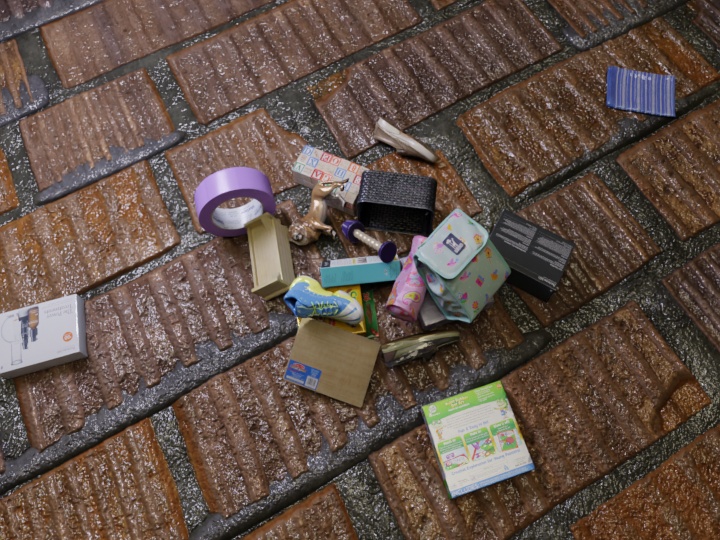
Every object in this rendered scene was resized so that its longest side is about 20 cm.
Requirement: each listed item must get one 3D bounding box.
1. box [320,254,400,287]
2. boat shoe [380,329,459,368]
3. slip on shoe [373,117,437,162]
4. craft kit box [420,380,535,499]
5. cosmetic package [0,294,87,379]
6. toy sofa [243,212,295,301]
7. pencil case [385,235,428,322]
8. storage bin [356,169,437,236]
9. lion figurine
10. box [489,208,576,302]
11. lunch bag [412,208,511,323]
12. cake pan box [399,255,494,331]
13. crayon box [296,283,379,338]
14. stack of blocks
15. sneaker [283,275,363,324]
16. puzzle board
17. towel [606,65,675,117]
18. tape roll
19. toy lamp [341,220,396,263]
[{"bbox_3d":[0.000,0.000,1.440,0.193,0.082,0.051,-6,102,0],"label":"box"},{"bbox_3d":[0.143,0.182,1.371,0.193,0.073,0.067,-10,90,-11],"label":"boat shoe"},{"bbox_3d":[0.122,-0.345,1.616,0.197,0.076,0.062,34,110,8],"label":"slip on shoe"},{"bbox_3d":[0.254,0.370,1.289,0.194,0.049,0.203,-15,68,-5],"label":"craft kit box"},{"bbox_3d":[-0.771,0.159,1.419,0.194,0.052,0.155,-15,68,-5],"label":"cosmetic package"},{"bbox_3d":[-0.228,-0.032,1.479,0.081,0.097,0.206,-22,64,19],"label":"toy sofa"},{"bbox_3d":[0.130,0.019,1.382,0.085,0.088,0.204,20,68,11],"label":"pencil case"},{"bbox_3d":[0.093,-0.170,1.490,0.193,0.136,0.097,8,65,6],"label":"storage bin"},{"bbox_3d":[-0.108,-0.156,1.504,0.119,0.072,0.206,19,86,20],"label":"lion figurine"},{"bbox_3d":[0.409,-0.038,1.451,0.196,0.080,0.143,28,66,14],"label":"box"},{"bbox_3d":[0.222,-0.014,1.328,0.170,0.121,0.202,-44,110,-20],"label":"lunch bag"},{"bbox_3d":[0.207,0.032,1.442,0.194,0.053,0.188,-19,64,-7],"label":"cake pan box"},{"bbox_3d":[-0.058,0.107,1.417,0.193,0.051,0.131,-9,65,-2],"label":"crayon box"},{"bbox_3d":[-0.083,-0.243,1.573,0.195,0.059,0.117,23,68,12],"label":"stack of blocks"},{"bbox_3d":[-0.092,0.089,1.344,0.196,0.078,0.105,22,40,24],"label":"sneaker"},{"bbox_3d":[-0.066,0.209,1.355,0.194,0.017,0.155,19,86,1],"label":"puzzle board"},{"bbox_3d":[0.808,-0.518,1.687,0.193,0.024,0.149,11,67,7],"label":"towel"},{"bbox_3d":[-0.313,-0.169,1.469,0.194,0.201,0.067,-18,65,-6],"label":"tape roll"},{"bbox_3d":[0.016,-0.079,1.453,0.058,0.059,0.199,-39,39,-15],"label":"toy lamp"}]
